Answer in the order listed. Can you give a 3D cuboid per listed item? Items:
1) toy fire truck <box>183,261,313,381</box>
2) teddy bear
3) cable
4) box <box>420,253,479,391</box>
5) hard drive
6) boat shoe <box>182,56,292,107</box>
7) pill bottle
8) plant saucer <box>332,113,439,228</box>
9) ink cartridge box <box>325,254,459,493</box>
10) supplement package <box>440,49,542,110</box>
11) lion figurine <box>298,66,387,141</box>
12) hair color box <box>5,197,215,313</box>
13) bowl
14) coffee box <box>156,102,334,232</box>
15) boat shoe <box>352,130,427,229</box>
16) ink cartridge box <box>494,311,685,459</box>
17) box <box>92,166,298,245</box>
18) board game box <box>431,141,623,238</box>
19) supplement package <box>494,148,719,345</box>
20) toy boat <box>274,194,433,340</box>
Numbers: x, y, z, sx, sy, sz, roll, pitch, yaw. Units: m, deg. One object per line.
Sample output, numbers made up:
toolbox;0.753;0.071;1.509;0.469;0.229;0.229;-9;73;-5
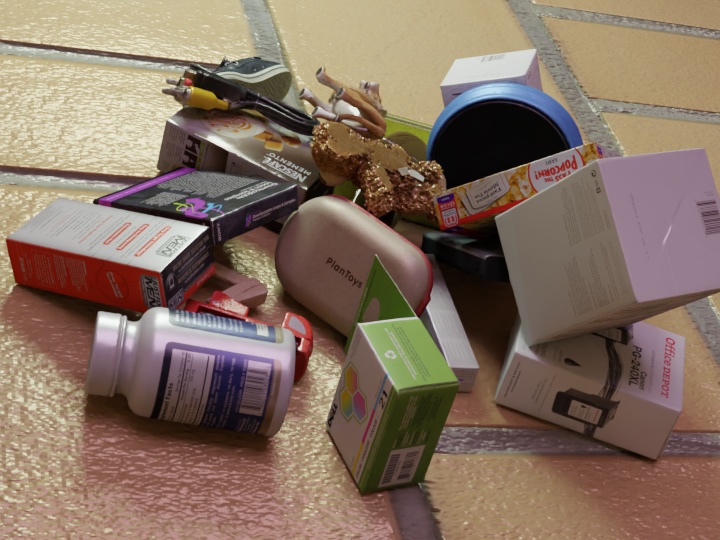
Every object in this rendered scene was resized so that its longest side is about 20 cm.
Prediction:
toy fire truck;-0.143;0.040;1.535;0.199;0.049;0.141;17;36;-3
teddy bear;0.025;-0.108;1.652;0.199;0.067;0.146;10;43;-35
cable;-0.150;-0.206;1.733;0.199;0.051;0.097;21;15;-18
box;0.089;0.057;1.623;0.041;0.039;0.201;2;40;-20
hard drive;0.173;-0.014;1.676;0.138;0.033;0.200;4;8;-19
boat shoe;-0.175;-0.246;1.863;0.062;0.075;0.200;32;33;25
pill bottle;-0.172;0.098;1.397;0.198;0.112;0.111;11;38;-12
plant saucer;0.057;-0.148;1.858;0.198;0.048;0.201;15;37;-6
ink cartridge box;0.010;0.105;1.440;0.075;0.149;0.200;-6;43;-28
supplement package;0.181;-0.166;1.781;0.113;0.201;0.110;-4;24;18
lion figurine;-0.006;-0.196;1.757;0.122;0.073;0.200;32;18;-24
hair color box;-0.267;-0.016;1.486;0.199;0.062;0.102;11;35;25
bowl;0.176;-0.130;1.714;0.199;0.202;0.039;22;29;4
coffee box;-0.137;-0.136;1.730;0.199;0.080;0.114;27;38;11
boat shoe;0.025;-0.095;1.739;0.074;0.067;0.200;29;50;3
ink cartridge box;0.268;0.113;1.594;0.199;0.084;0.146;19;36;2
box;-0.189;-0.076;1.599;0.199;0.036;0.143;9;25;39
board game box;0.202;-0.091;1.617;0.151;0.199;0.047;4;69;-66
supplement package;0.273;-0.023;1.493;0.150;0.200;0.153;-8;79;-29
toy boat;0.000;0.000;1.612;0.200;0.131;0.131;36;10;20
